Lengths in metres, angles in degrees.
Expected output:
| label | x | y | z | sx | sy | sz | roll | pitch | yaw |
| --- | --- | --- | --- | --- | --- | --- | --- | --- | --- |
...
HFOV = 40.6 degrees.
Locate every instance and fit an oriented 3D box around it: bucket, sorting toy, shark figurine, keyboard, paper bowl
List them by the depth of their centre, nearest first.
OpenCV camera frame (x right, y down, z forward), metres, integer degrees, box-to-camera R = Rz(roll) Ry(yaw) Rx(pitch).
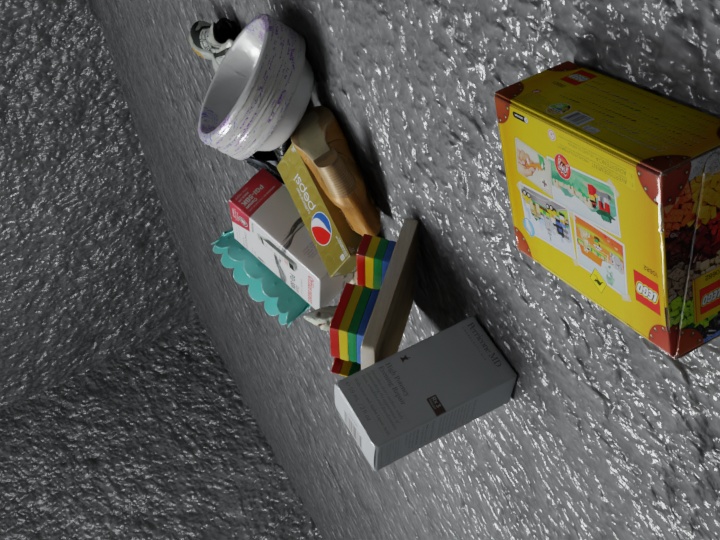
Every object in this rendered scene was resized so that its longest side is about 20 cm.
| label | x | y | z | sx | sy | sz | roll | pitch | yaw |
| --- | --- | --- | --- | --- | --- | --- | --- | --- | --- |
| sorting toy | 0.015 | 0.062 | 1.279 | 0.069 | 0.201 | 0.200 | 13 | 147 | 10 |
| paper bowl | -0.141 | -0.253 | 1.390 | 0.104 | 0.202 | 0.200 | 24 | -177 | -26 |
| shark figurine | -0.004 | 0.082 | 1.584 | 0.215 | 0.127 | 0.090 | 58 | -154 | -64 |
| keyboard | -0.129 | -0.153 | 1.618 | 0.126 | 0.021 | 0.200 | 28 | -178 | -20 |
| bucket | -0.149 | -0.016 | 1.727 | 0.207 | 0.135 | 0.207 | 43 | 168 | 11 |

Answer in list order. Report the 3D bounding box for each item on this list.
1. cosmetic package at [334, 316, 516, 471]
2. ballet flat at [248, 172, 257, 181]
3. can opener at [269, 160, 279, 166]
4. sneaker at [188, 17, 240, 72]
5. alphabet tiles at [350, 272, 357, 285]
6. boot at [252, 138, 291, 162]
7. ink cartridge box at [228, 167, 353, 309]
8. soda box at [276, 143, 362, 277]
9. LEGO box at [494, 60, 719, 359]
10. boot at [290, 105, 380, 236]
| label | x | y | z | sx | sy | sz | roll | pitch | yaw |
| --- | --- | --- | --- | --- | --- | --- | --- | --- | --- |
| cosmetic package | 0.078 | 0.146 | 1.173 | 0.102 | 0.199 | 0.074 | 55 | 161 | 29 |
| ballet flat | -0.177 | -0.105 | 1.950 | 0.063 | 0.068 | 0.202 | -86 | -14 | -59 |
| can opener | -0.167 | -0.233 | 1.750 | 0.067 | 0.053 | 0.202 | -26 | 87 | 43 |
| sneaker | -0.241 | -0.406 | 1.700 | 0.200 | 0.075 | 0.088 | 47 | 141 | 42 |
| alphabet tiles | 0.000 | 0.000 | 1.568 | 0.200 | 0.014 | 0.197 | 51 | 158 | 44 |
| boot | -0.130 | -0.211 | 1.572 | 0.158 | 0.079 | 0.211 | 42 | 169 | 26 |
| ink cartridge box | -0.109 | -0.046 | 1.554 | 0.200 | 0.083 | 0.147 | 40 | 161 | 13 |
| soda box | -0.049 | -0.096 | 1.451 | 0.068 | 0.064 | 0.201 | -46 | 64 | 48 |
| LEGO box | 0.192 | -0.053 | 0.726 | 0.200 | 0.077 | 0.150 | 44 | 153 | 54 |
| boot | -0.033 | -0.137 | 1.386 | 0.145 | 0.070 | 0.202 | 59 | -174 | -37 |
